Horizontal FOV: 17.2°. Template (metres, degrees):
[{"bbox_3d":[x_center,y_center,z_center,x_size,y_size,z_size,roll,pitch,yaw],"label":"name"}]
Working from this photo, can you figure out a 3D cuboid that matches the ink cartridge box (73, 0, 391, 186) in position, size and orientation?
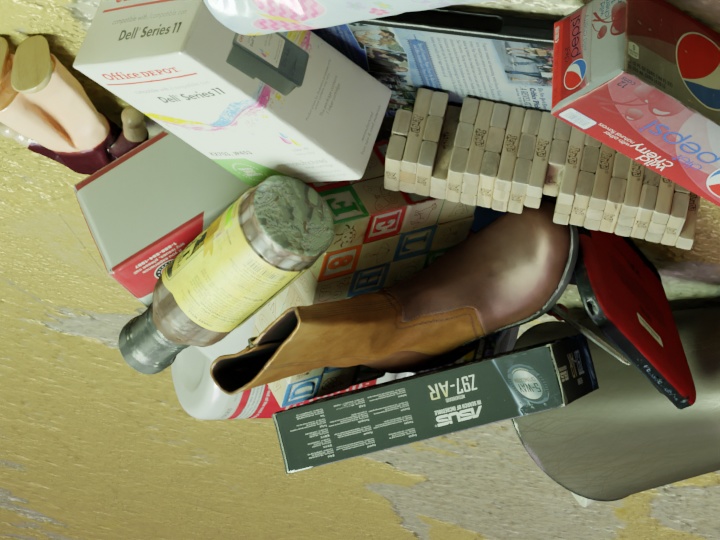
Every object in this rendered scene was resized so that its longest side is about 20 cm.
[{"bbox_3d":[-0.093,-0.128,1.468,0.200,0.067,0.117,34,158,-35],"label":"ink cartridge box"}]

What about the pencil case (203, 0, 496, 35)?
[{"bbox_3d":[0.001,-0.178,1.282,0.200,0.083,0.091,-5,150,41],"label":"pencil case"}]

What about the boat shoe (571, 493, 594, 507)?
[{"bbox_3d":[0.208,0.134,2.057,0.060,0.072,0.202,-25,150,-13],"label":"boat shoe"}]

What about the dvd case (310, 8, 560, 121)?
[{"bbox_3d":[0.054,-0.127,1.488,0.200,0.018,0.143,9,160,15],"label":"dvd case"}]

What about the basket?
[{"bbox_3d":[0.243,0.096,1.826,0.180,0.136,0.200,33,149,-33],"label":"basket"}]

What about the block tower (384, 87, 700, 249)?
[{"bbox_3d":[0.118,-0.065,1.507,0.200,0.054,0.058,12,162,3],"label":"block tower"}]

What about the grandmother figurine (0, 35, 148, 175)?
[{"bbox_3d":[-0.202,-0.096,1.684,0.121,0.061,0.200,11,160,33],"label":"grandmother figurine"}]

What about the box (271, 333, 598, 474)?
[{"bbox_3d":[0.056,0.090,1.651,0.200,0.044,0.160,-15,178,13],"label":"box"}]

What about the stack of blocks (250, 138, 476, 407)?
[{"bbox_3d":[0.000,0.000,1.634,0.115,0.059,0.200,-15,146,-26],"label":"stack of blocks"}]

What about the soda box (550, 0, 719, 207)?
[{"bbox_3d":[0.205,-0.091,1.398,0.200,0.070,0.063,26,143,-31],"label":"soda box"}]

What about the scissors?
[{"bbox_3d":[0.133,0.026,1.621,0.200,0.014,0.073,38,175,42],"label":"scissors"}]

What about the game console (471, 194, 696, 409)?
[{"bbox_3d":[0.137,0.012,1.686,0.119,0.172,0.200,-24,148,17],"label":"game console"}]

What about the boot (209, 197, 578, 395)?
[{"bbox_3d":[0.023,0.015,1.537,0.200,0.069,0.188,-4,160,-45],"label":"boot"}]

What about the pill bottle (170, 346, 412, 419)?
[{"bbox_3d":[-0.042,0.061,1.884,0.200,0.112,0.112,1,167,-24],"label":"pill bottle"}]

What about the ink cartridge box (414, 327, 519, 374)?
[{"bbox_3d":[0.017,0.024,1.793,0.200,0.050,0.109,17,-155,11],"label":"ink cartridge box"}]

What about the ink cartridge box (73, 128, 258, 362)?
[{"bbox_3d":[-0.086,-0.025,1.669,0.144,0.084,0.200,-31,149,7],"label":"ink cartridge box"}]

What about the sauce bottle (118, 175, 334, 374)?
[{"bbox_3d":[-0.095,0.009,1.555,0.065,0.065,0.200,23,140,-27],"label":"sauce bottle"}]
